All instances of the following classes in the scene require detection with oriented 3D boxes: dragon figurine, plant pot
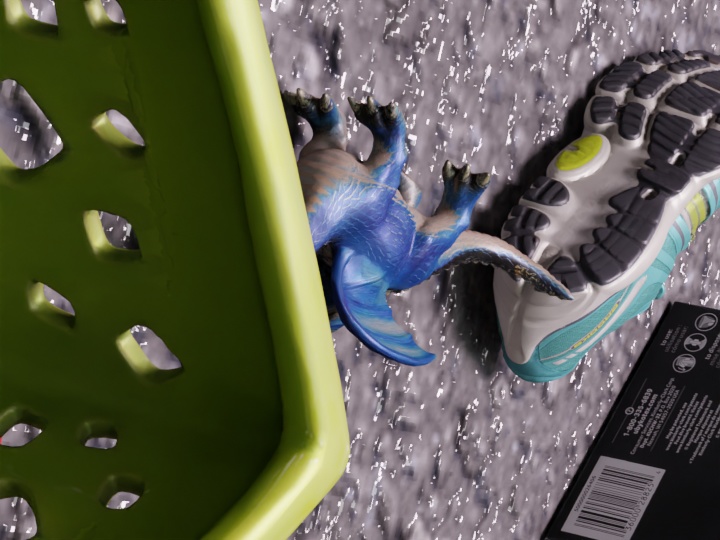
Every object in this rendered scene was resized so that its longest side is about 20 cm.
[{"bbox_3d":[0.000,0.000,0.839,0.200,0.059,0.099,36,70,-52],"label":"dragon figurine"},{"bbox_3d":[-0.142,0.001,0.537,0.199,0.181,0.200,-40,130,-41],"label":"plant pot"}]

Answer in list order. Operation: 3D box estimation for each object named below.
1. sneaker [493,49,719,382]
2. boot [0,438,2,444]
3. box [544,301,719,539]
[{"bbox_3d":[0.118,-0.029,1.003,0.200,0.078,0.080,-42,151,-34],"label":"sneaker"},{"bbox_3d":[-0.109,0.126,0.652,0.072,0.144,0.200,24,80,-54],"label":"boot"},{"bbox_3d":[0.199,0.139,1.100,0.149,0.124,0.200,-57,139,-26],"label":"box"}]
